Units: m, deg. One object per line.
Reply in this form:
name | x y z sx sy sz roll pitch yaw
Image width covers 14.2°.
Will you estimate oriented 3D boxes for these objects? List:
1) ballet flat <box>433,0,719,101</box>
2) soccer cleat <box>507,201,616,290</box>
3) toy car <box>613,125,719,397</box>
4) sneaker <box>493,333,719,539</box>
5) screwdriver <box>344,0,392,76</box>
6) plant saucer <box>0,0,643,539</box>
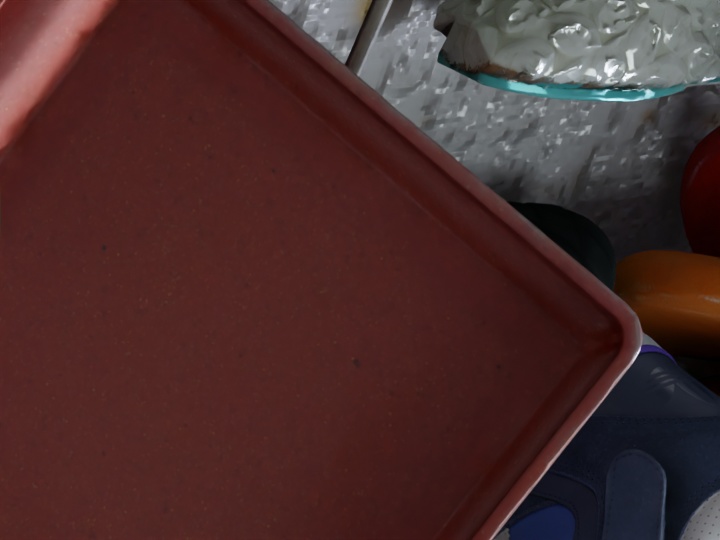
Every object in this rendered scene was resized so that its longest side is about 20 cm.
ballet flat | 0.097 -0.088 0.883 0.200 0.072 0.072 -3 127 -48
soccer cleat | 0.000 0.000 0.868 0.200 0.068 0.081 -12 131 -31
toy car | 0.166 0.014 0.983 0.200 0.175 0.150 -9 94 -36
sneaker | 0.073 0.130 0.883 0.081 0.146 0.200 5 124 -44
screwdriver | -0.009 -0.029 0.777 0.029 0.028 0.200 16 118 -25
plant saucer | -0.053 0.032 0.753 0.200 0.200 0.037 -52 160 10
